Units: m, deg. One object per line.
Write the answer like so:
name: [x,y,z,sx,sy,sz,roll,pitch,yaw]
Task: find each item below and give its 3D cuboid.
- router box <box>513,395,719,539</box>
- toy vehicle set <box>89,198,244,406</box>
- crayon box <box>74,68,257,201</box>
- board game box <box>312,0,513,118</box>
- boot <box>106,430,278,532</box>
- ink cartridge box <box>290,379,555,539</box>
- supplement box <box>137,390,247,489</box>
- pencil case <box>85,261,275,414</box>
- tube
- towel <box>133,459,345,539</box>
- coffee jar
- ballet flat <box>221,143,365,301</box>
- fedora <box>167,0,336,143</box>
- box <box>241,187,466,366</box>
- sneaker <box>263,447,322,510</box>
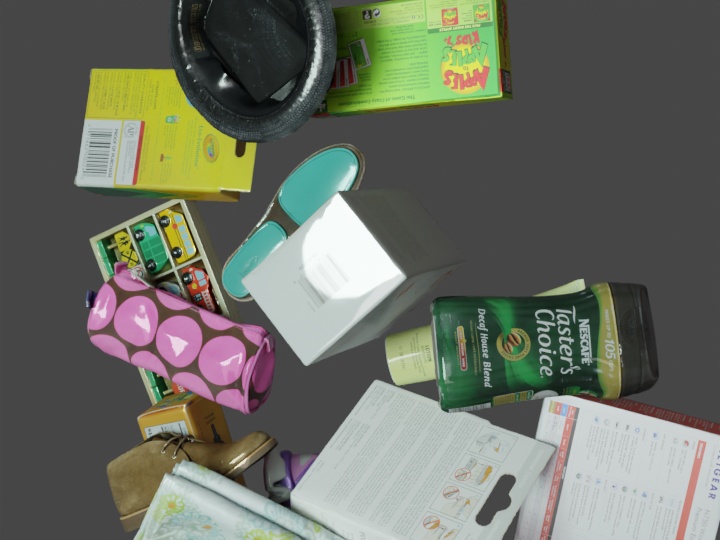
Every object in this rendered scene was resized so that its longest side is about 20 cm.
router box: [0.241,0.224,1.134,0.178,0.049,0.201,14,99,18]
toy vehicle set: [-0.197,0.036,1.290,0.124,0.026,0.201,-23,86,20]
crayon box: [-0.186,-0.138,1.246,0.199,0.051,0.128,5,82,20]
board game box: [0.042,-0.207,1.172,0.199,0.048,0.102,-3,94,21]
boot: [-0.169,0.186,1.180,0.199,0.074,0.076,-27,87,27]
ink cartridge box: [0.058,0.197,1.129,0.199,0.161,0.050,19,139,26]
supplement box: [-0.161,0.226,1.258,0.068,0.067,0.201,-11,98,22]
pencil case: [-0.176,0.067,1.226,0.199,0.091,0.094,22,94,15]
tube: [0.124,0.065,1.166,0.199,0.052,0.058,-12,129,13]
towel: [-0.114,0.273,1.136,0.199,0.048,0.172,27,133,-2]
coffee jar: [0.164,0.068,1.096,0.198,0.085,0.105,-6,74,3]
ballet flat: [-0.061,-0.049,1.212,0.200,0.067,0.068,-43,74,17]
fedora: [-0.085,-0.218,1.145,0.199,0.091,0.202,3,97,31]
box: [0.000,0.000,1.123,0.124,0.200,0.098,-42,80,17]
sneaker: [-0.042,0.272,1.232,0.088,0.080,0.202,-9,97,-4]
